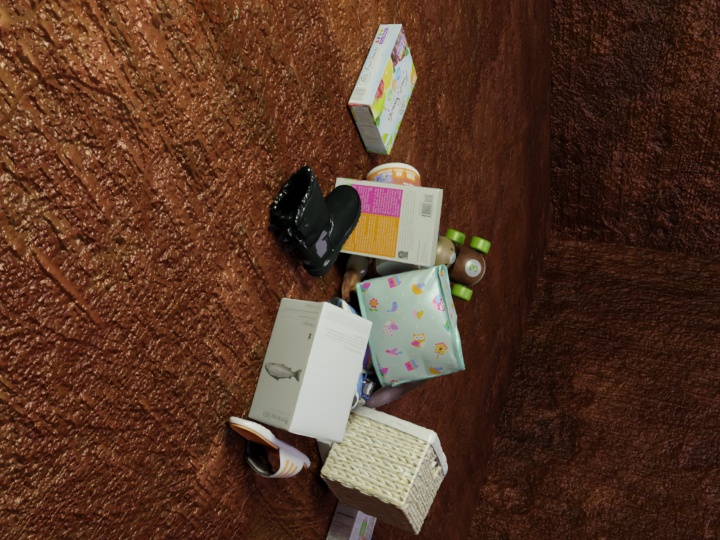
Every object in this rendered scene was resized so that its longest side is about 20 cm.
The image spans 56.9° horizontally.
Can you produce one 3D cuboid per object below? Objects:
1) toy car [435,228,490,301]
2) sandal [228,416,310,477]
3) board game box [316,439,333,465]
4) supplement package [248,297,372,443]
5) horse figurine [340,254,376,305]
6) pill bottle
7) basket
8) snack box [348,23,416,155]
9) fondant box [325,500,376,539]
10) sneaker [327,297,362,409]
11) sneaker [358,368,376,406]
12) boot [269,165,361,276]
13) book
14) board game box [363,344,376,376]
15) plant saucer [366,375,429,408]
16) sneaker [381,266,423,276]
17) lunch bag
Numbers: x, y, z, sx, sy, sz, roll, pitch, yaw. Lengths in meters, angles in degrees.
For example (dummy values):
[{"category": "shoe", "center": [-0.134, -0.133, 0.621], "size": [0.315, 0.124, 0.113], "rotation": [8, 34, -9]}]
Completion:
[{"category": "toy car", "center": [0.224, -0.035, 1.725], "size": [0.199, 0.156, 0.166], "rotation": [25, 86, -55]}, {"category": "sandal", "center": [-0.155, 0.291, 1.052], "size": [0.207, 0.078, 0.060], "rotation": [52, 53, -49]}, {"category": "board game box", "center": [-0.027, 0.321, 1.402], "size": [0.201, 0.034, 0.127], "rotation": [-58, 149, -42]}, {"category": "supplement package", "center": [-0.080, 0.159, 1.072], "size": [0.117, 0.116, 0.203], "rotation": [25, 74, -42]}, {"category": "horse figurine", "center": [0.000, 0.000, 1.321], "size": [0.133, 0.049, 0.202], "rotation": [70, 39, -60]}, {"category": "pill bottle", "center": [0.067, -0.096, 1.291], "size": [0.112, 0.111, 0.203], "rotation": [47, 37, -62]}, {"category": "basket", "center": [0.052, 0.397, 1.325], "size": [0.162, 0.197, 0.199], "rotation": [-63, 152, -28]}, {"category": "snack box", "center": [0.047, -0.349, 1.284], "size": [0.143, 0.052, 0.202], "rotation": [61, 44, -58]}, {"category": "fondant box", "center": [-0.033, 0.623, 1.481], "size": [0.145, 0.057, 0.202], "rotation": [60, 46, -57]}, {"category": "sneaker", "center": [-0.018, 0.146, 1.162], "size": [0.077, 0.075, 0.203], "rotation": [26, 51, -42]}, {"category": "sneaker", "center": [-0.033, 0.194, 1.234], "size": [0.200, 0.114, 0.082], "rotation": [54, 50, -58]}, {"category": "boot", "center": [-0.070, -0.105, 1.093], "size": [0.200, 0.072, 0.163], "rotation": [-66, 150, -28]}, {"category": "book", "center": [0.043, -0.090, 1.191], "size": [0.048, 0.197, 0.136], "rotation": [-14, 113, -64]}, {"category": "board game box", "center": [0.079, 0.147, 1.354], "size": [0.199, 0.039, 0.160], "rotation": [-18, 124, -53]}, {"category": "plant saucer", "center": [0.079, 0.227, 1.376], "size": [0.035, 0.199, 0.200], "rotation": [61, 12, 22]}, {"category": "sneaker", "center": [0.067, 0.054, 1.371], "size": [0.083, 0.077, 0.201], "rotation": [19, 113, -30]}, {"category": "lunch bag", "center": [0.094, 0.102, 1.214], "size": [0.122, 0.168, 0.203], "rotation": [-14, 91, -79]}]
